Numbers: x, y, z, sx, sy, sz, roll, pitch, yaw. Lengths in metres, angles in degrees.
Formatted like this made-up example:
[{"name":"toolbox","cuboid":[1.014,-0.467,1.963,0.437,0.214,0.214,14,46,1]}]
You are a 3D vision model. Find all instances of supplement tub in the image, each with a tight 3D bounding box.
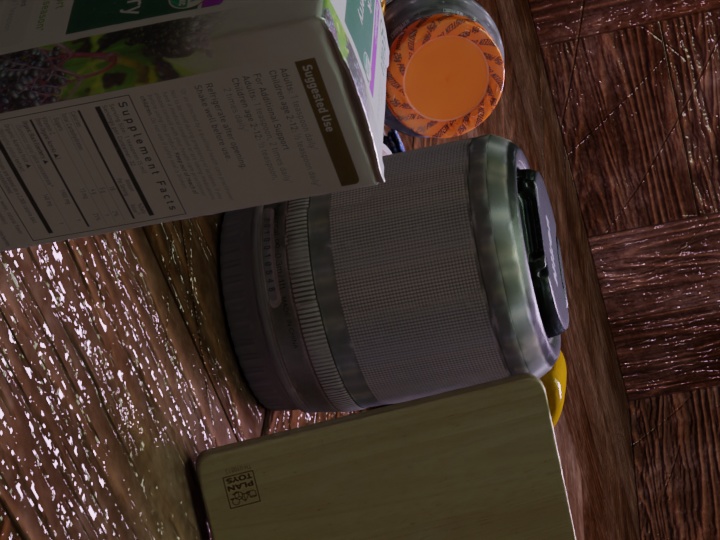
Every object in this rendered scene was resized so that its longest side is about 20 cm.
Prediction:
[{"name":"supplement tub","cuboid":[0.045,-0.183,1.340,0.200,0.122,0.123,-120,-169,-64]}]

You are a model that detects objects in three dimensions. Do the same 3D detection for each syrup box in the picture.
[{"name":"syrup box","cuboid":[-0.093,-0.067,0.594,0.079,0.200,0.082,-86,161,-45]}]

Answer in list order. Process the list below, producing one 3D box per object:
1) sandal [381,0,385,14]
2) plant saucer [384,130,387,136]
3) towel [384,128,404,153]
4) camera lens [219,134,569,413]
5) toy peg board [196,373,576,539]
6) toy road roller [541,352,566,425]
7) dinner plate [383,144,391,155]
[{"name":"sandal","cuboid":[-0.027,-0.157,1.256,0.079,0.059,0.207,-173,-91,-65]},{"name":"plant saucer","cuboid":[0.012,-0.067,1.392,0.200,0.032,0.201,-15,90,-80]},{"name":"towel","cuboid":[0.081,-0.021,1.343,0.145,0.024,0.200,56,5,-37]},{"name":"camera lens","cuboid":[0.027,0.005,1.051,0.160,0.200,0.160,-10,90,-77]},{"name":"toy peg board","cuboid":[0.021,0.172,0.955,0.098,0.200,0.200,-136,-147,-82]},{"name":"toy road roller","cuboid":[0.108,0.138,1.391,0.123,0.146,0.200,-56,139,-72]},{"name":"dinner plate","cuboid":[0.000,0.000,1.246,0.200,0.024,0.201,3,90,-70]}]
